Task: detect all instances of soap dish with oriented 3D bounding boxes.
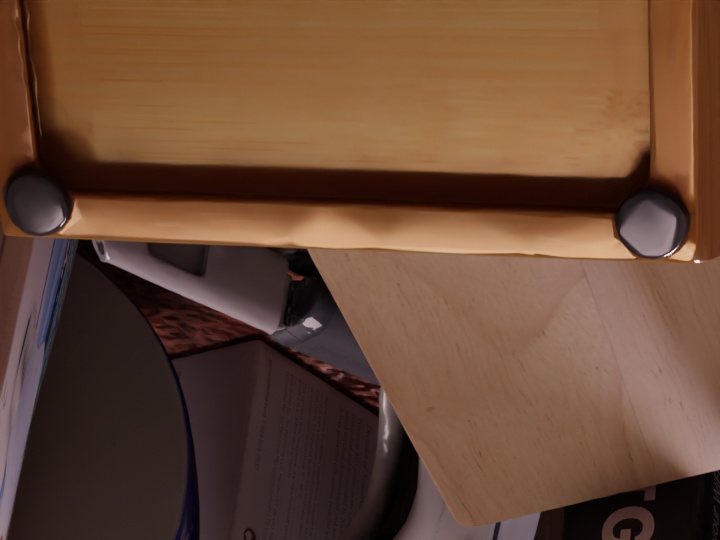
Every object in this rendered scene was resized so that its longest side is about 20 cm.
[{"bbox_3d":[-0.001,-0.077,0.579,0.199,0.081,0.158,3,114,13],"label":"soap dish"}]

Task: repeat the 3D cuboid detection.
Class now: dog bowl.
[{"bbox_3d":[-0.154,0.081,0.870,0.199,0.201,0.079,8,151,1],"label":"dog bowl"}]

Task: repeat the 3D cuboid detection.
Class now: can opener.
[{"bbox_3d":[0.000,0.000,0.832,0.199,0.054,0.067,24,150,-31],"label":"can opener"}]

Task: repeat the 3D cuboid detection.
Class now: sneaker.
[{"bbox_3d":[0.016,0.130,0.932,0.070,0.201,0.073,13,173,-20],"label":"sneaker"}]

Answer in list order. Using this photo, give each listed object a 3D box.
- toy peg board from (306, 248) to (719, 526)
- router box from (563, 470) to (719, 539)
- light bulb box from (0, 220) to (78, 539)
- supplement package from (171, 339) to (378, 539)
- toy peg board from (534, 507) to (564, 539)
[{"bbox_3d":[0.096,-0.027,0.736,0.198,0.098,0.200,-14,150,8],"label":"toy peg board"},{"bbox_3d":[0.112,0.133,0.855,0.051,0.201,0.149,-9,136,21],"label":"router box"},{"bbox_3d":[-0.153,0.012,0.736,0.124,0.199,0.200,11,154,-3],"label":"light bulb box"},{"bbox_3d":[-0.026,0.126,1.022,0.113,0.110,0.200,-13,146,36],"label":"supplement package"},{"bbox_3d":[0.109,0.203,1.004,0.200,0.200,0.098,29,134,-35],"label":"toy peg board"}]
